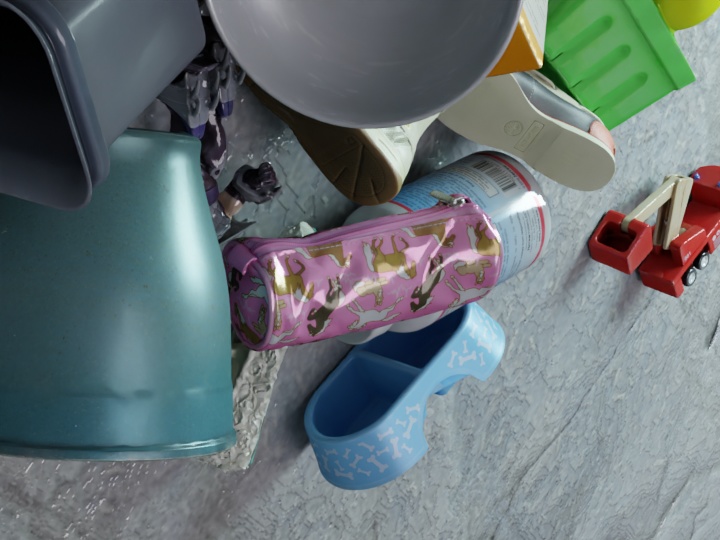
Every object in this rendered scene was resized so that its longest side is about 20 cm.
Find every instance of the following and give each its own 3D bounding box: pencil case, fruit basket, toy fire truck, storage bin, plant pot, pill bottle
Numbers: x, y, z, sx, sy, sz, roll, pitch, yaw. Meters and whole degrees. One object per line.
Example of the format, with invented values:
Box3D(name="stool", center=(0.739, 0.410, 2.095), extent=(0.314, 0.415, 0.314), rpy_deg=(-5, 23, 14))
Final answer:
Box3D(name="pencil case", center=(0.000, 0.000, 1.110), extent=(0.200, 0.083, 0.087), rpy_deg=(-14, 91, -25))
Box3D(name="fruit basket", center=(0.219, -0.237, 1.288), extent=(0.215, 0.156, 0.216), rpy_deg=(-25, 137, -25))
Box3D(name="toy fire truck", center=(0.320, -0.050, 1.605), extent=(0.200, 0.049, 0.141), rpy_deg=(-49, 140, -20))
Box3D(name="storage bin", center=(-0.189, -0.142, 0.835), extent=(0.134, 0.200, 0.146), rpy_deg=(-49, 141, -38))
Box3D(name="plant pot", center=(-0.168, 0.006, 0.945), extent=(0.200, 0.200, 0.188), rpy_deg=(2, 93, -51))
Box3D(name="pill bottle", center=(0.052, -0.017, 1.250), extent=(0.200, 0.109, 0.109), rpy_deg=(-27, 129, -38))

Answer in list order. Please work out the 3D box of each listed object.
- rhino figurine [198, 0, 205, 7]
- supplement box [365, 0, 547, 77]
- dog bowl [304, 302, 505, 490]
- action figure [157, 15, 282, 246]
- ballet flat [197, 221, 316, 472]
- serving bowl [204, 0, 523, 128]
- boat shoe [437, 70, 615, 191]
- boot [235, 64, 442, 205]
Box3D(name="rhino figurine", center=(-0.146, -0.216, 0.930), extent=(0.200, 0.087, 0.060), rpy_deg=(68, 18, -45))
Box3D(name="supplement box", center=(0.062, -0.220, 1.065), extent=(0.074, 0.126, 0.200), rpy_deg=(56, 34, -46))
Box3D(name="dog bowl", center=(0.032, 0.090, 1.293), extent=(0.200, 0.111, 0.050), rpy_deg=(-47, 125, -22))
Box3D(name="action figure", center=(-0.111, -0.067, 1.062), extent=(0.130, 0.069, 0.200), rpy_deg=(-37, 140, -46))
Box3D(name="ballet flat", center=(-0.086, 0.056, 1.166), extent=(0.072, 0.072, 0.200), rpy_deg=(9, 101, -52))
Box3D(name="serving bowl", center=(0.006, -0.190, 0.946), extent=(0.066, 0.200, 0.200), rpy_deg=(-56, 156, -66))
Box3D(name="boat shoe", center=(0.123, -0.136, 1.264), extent=(0.200, 0.063, 0.071), rpy_deg=(29, 126, -18))
Box3D(name="boot", center=(-0.011, -0.165, 1.116), extent=(0.200, 0.072, 0.155), rpy_deg=(54, 42, -19))
